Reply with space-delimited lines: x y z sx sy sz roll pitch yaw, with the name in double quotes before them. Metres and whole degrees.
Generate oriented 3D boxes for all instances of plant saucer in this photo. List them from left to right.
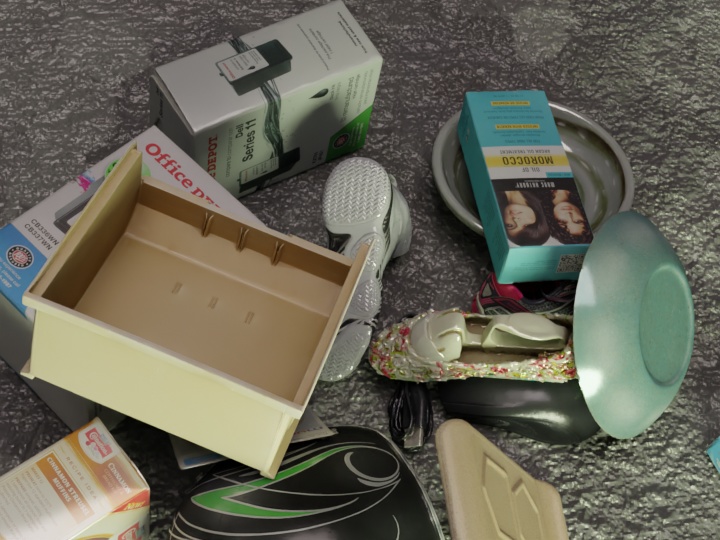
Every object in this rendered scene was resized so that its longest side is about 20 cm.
"plant saucer" 0.165 -0.084 1.247 0.200 0.050 0.200 4 52 -5
"plant saucer" 0.250 0.047 1.111 0.039 0.201 0.201 -1 48 39

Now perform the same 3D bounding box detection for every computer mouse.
"computer mouse" 0.127 0.102 1.133 0.200 0.053 0.139 8 57 -4

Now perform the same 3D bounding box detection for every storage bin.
"storage bin" -0.113 0.021 0.935 0.200 0.094 0.199 22 45 1

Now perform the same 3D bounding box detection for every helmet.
"helmet" -0.048 0.220 0.952 0.190 0.200 0.200 -17 63 -19

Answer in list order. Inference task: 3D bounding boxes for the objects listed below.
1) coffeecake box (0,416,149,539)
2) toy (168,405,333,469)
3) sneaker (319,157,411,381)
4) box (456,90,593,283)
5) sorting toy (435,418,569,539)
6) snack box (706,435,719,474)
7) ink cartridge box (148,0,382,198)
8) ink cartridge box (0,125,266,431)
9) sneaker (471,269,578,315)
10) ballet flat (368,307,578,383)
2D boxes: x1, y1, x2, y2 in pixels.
"coffeecake box" -0.258 0.216 0.945 0.200 0.154 0.073 -32 69 -24
"toy" -0.100 0.103 1.020 0.115 0.200 0.047 -12 97 -12
"sneaker" 0.000 0.000 1.160 0.075 0.115 0.200 11 94 16
"box" 0.149 -0.081 1.174 0.082 0.049 0.200 -3 50 -10
"sorting toy" 0.118 0.230 1.000 0.036 0.200 0.185 -22 57 23
"snack box" 0.405 0.218 1.114 0.116 0.037 0.200 -17 63 -18
"ink cartridge box" -0.091 -0.150 1.199 0.200 0.147 0.083 -25 67 -20
"ink cartridge box" -0.202 0.012 1.082 0.147 0.146 0.200 41 61 15
"sneaker" 0.206 0.020 1.182 0.200 0.075 0.081 -10 61 -15
"ballet flat" 0.104 0.057 1.102 0.200 0.064 0.076 -2 56 5
